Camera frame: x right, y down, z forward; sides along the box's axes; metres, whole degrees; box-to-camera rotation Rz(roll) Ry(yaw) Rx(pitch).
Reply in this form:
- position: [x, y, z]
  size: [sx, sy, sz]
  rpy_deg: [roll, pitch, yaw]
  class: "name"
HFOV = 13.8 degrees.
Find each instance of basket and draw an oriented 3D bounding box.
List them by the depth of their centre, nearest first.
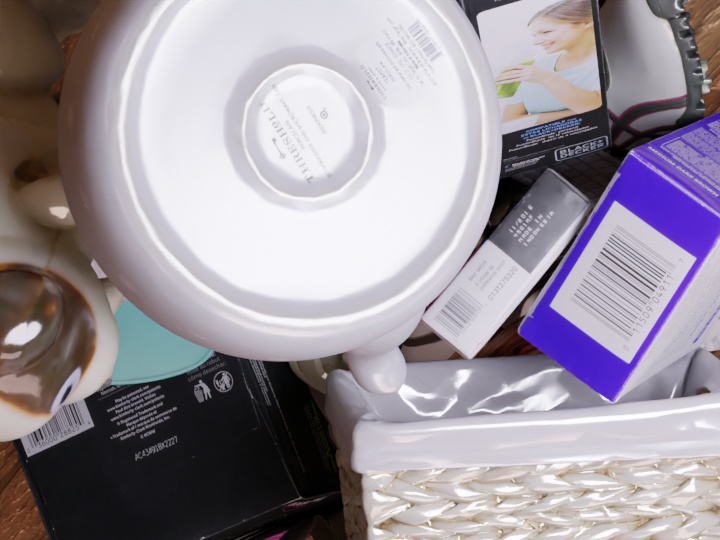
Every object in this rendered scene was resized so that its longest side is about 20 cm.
- position: [0.088, 0.113, 1.462]
  size: [0.200, 0.123, 0.136]
  rpy_deg: [-4, -170, -6]
  class: "basket"

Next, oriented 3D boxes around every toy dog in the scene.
- position: [-0.168, -0.023, 1.295]
  size: [0.194, 0.200, 0.140]
  rpy_deg: [8, 145, -45]
  class: "toy dog"

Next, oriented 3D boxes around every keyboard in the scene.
- position: [0.107, -0.052, 1.527]
  size: [0.056, 0.011, 0.200]
  rpy_deg: [-8, 157, 37]
  class: "keyboard"

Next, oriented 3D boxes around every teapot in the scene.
- position: [-0.046, -0.057, 1.253]
  size: [0.197, 0.200, 0.146]
  rpy_deg: [9, 177, -18]
  class: "teapot"

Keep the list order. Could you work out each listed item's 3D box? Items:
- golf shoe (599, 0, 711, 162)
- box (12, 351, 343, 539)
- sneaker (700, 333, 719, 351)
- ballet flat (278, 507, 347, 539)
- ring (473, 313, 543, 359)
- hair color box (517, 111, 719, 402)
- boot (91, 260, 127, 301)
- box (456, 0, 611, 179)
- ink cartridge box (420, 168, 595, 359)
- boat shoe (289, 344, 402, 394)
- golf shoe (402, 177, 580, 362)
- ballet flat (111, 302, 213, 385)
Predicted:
- position: [0.126, -0.093, 1.506]
  size: [0.088, 0.077, 0.200]
  rpy_deg: [-9, 155, -6]
  class: "golf shoe"
- position: [-0.080, 0.091, 1.640]
  size: [0.149, 0.124, 0.200]
  rpy_deg: [-24, 171, 18]
  class: "box"
- position: [0.176, 0.002, 1.667]
  size: [0.099, 0.070, 0.200]
  rpy_deg: [-18, -166, 30]
  class: "sneaker"
- position: [-0.002, 0.162, 1.627]
  size: [0.068, 0.068, 0.200]
  rpy_deg: [-26, 172, 24]
  class: "ballet flat"
- position: [0.071, 0.108, 1.610]
  size: [0.200, 0.019, 0.200]
  rpy_deg: [-37, 142, -36]
  class: "ring"
- position: [0.160, -0.014, 1.458]
  size: [0.109, 0.065, 0.200]
  rpy_deg: [-59, 163, 22]
  class: "hair color box"
- position: [-0.151, -0.023, 1.451]
  size: [0.200, 0.096, 0.074]
  rpy_deg: [-21, 128, -17]
  class: "boot"
- position: [0.065, -0.137, 1.319]
  size: [0.060, 0.117, 0.200]
  rpy_deg: [-15, 158, 0]
  class: "box"
- position: [0.072, -0.001, 1.481]
  size: [0.095, 0.037, 0.200]
  rpy_deg: [-50, 176, 0]
  class: "ink cartridge box"
- position: [0.000, 0.000, 1.504]
  size: [0.068, 0.072, 0.200]
  rpy_deg: [-58, 169, -23]
  class: "boat shoe"
- position: [0.079, 0.019, 1.669]
  size: [0.078, 0.094, 0.200]
  rpy_deg: [-39, 171, -32]
  class: "golf shoe"
- position: [-0.173, 0.022, 1.518]
  size: [0.200, 0.073, 0.073]
  rpy_deg: [-4, 153, -15]
  class: "ballet flat"
